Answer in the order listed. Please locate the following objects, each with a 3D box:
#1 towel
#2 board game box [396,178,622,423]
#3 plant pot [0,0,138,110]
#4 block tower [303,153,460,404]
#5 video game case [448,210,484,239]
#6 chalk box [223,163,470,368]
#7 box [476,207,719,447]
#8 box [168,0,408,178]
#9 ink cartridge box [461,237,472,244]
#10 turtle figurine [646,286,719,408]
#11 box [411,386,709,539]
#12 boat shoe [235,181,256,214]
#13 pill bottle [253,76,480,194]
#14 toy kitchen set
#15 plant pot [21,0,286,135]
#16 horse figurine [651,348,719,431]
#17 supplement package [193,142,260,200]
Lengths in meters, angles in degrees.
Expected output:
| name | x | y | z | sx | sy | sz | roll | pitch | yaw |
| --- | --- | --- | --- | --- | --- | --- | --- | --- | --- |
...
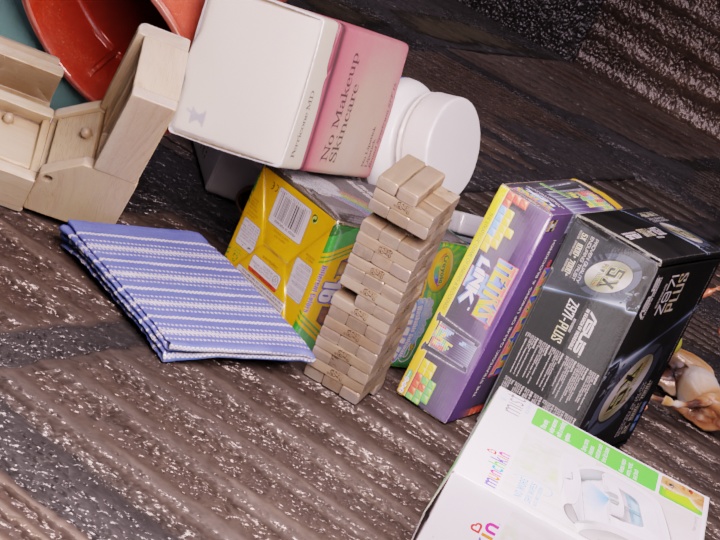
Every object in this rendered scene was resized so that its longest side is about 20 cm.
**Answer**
| name | x | y | z | sx | sy | sz | roll | pitch | yaw |
| --- | --- | --- | --- | --- | --- | --- | --- | --- | --- |
| towel | -0.142 | 0.019 | 1.491 | 0.144 | 0.024 | 0.200 | 4 | 28 | -39 |
| board game box | 0.128 | 0.022 | 1.572 | 0.057 | 0.201 | 0.165 | 33 | 19 | 21 |
| plant pot | -0.267 | -0.211 | 1.758 | 0.161 | 0.201 | 0.201 | 40 | 18 | 5 |
| block tower | 0.015 | 0.013 | 1.456 | 0.054 | 0.201 | 0.058 | 30 | 32 | 15 |
| video game case | 0.110 | -0.039 | 1.776 | 0.199 | 0.022 | 0.182 | 13 | 2 | -39 |
| chalk box | 0.000 | 0.000 | 1.596 | 0.200 | 0.124 | 0.124 | 11 | 20 | -41 |
| box | 0.206 | 0.054 | 1.584 | 0.086 | 0.201 | 0.164 | 32 | 17 | 24 |
| box | -0.056 | -0.155 | 1.565 | 0.109 | 0.128 | 0.200 | 20 | 8 | 20 |
| ink cartridge box | 0.103 | -0.018 | 1.949 | 0.199 | 0.039 | 0.100 | 21 | 17 | -19 |
| turtle figurine | 0.243 | 0.062 | 1.767 | 0.161 | 0.200 | 0.065 | 11 | -40 | 48 |
| box | 0.134 | 0.184 | 1.268 | 0.176 | 0.097 | 0.200 | 29 | 18 | 6 |
| boat shoe | -0.038 | -0.031 | 1.738 | 0.200 | 0.076 | 0.072 | 25 | 17 | 35 |
| pill bottle | 0.002 | -0.127 | 1.717 | 0.199 | 0.114 | 0.114 | 13 | 8 | 32 |
| toy kitchen set | -0.260 | -0.168 | 1.528 | 0.199 | 0.181 | 0.164 | 19 | 49 | -16 |
| plant pot | -0.158 | -0.255 | 1.618 | 0.200 | 0.201 | 0.195 | 31 | 56 | 21 |
| horse figurine | 0.312 | 0.115 | 1.819 | 0.132 | 0.050 | 0.200 | 16 | 19 | -25 |
| supplement package | -0.092 | -0.146 | 1.917 | 0.121 | 0.120 | 0.200 | 20 | 17 | -18 |
